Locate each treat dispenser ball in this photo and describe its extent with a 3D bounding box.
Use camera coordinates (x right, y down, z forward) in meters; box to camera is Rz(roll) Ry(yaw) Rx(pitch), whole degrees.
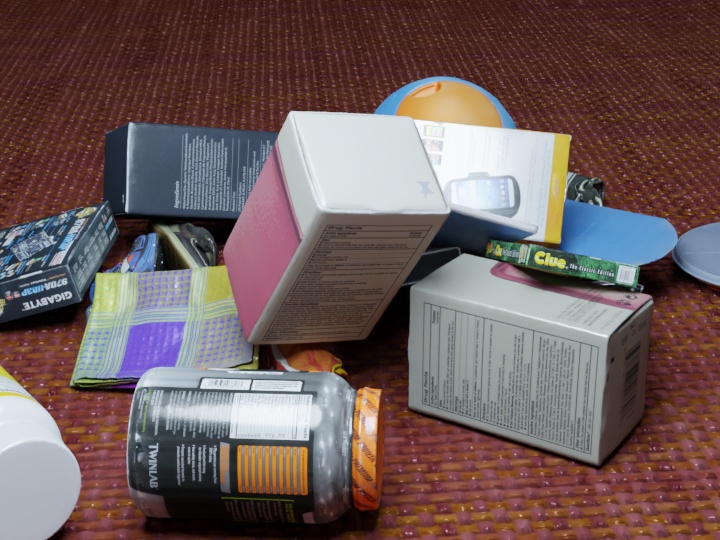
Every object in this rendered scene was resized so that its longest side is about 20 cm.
[{"bbox_3d":[0.097,-0.131,1.581,0.198,0.203,0.201,-1,23,0],"label":"treat dispenser ball"}]

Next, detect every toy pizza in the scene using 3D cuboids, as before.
[{"bbox_3d":[0.456,-0.008,1.501,0.197,0.032,0.201,-2,23,1],"label":"toy pizza"}]

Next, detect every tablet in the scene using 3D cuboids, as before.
[{"bbox_3d":[0.066,-0.052,1.331,0.198,0.014,0.130,14,-16,-20],"label":"tablet"}]

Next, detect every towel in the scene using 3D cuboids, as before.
[{"bbox_3d":[-0.184,0.052,1.296,0.197,0.023,0.145,-3,52,14],"label":"towel"}]

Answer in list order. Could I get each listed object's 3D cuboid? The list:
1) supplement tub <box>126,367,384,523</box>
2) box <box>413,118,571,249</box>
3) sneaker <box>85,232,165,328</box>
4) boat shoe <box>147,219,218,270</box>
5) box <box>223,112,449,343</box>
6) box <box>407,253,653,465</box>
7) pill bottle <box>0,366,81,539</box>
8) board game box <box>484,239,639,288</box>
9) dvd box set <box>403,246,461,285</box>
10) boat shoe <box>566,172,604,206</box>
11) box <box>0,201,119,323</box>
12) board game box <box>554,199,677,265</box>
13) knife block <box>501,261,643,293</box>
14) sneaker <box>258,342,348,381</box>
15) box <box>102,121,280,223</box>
[{"bbox_3d":[-0.081,0.142,1.064,0.197,0.124,0.123,2,23,5],"label":"supplement tub"},{"bbox_3d":[0.122,-0.094,1.412,0.197,0.121,0.041,7,-8,7],"label":"box"},{"bbox_3d":[-0.255,0.014,1.428,0.077,0.076,0.200,-4,22,1],"label":"sneaker"},{"bbox_3d":[-0.194,-0.021,1.502,0.064,0.074,0.200,-15,27,-18],"label":"boat shoe"},{"bbox_3d":[-0.028,-0.034,1.176,0.126,0.201,0.110,0,54,-28],"label":"box"},{"bbox_3d":[0.153,0.076,1.198,0.198,0.129,0.109,14,26,31],"label":"box"},{"bbox_3d":[-0.315,0.142,1.082,0.113,0.116,0.199,-17,28,-32],"label":"pill bottle"},{"bbox_3d":[0.188,-0.008,1.253,0.103,0.024,0.200,14,1,-6],"label":"board game box"},{"bbox_3d":[0.000,0.000,1.415,0.145,0.030,0.199,-12,6,-25],"label":"dvd box set"},{"bbox_3d":[0.270,-0.080,1.623,0.063,0.072,0.200,4,22,14],"label":"boat shoe"},{"bbox_3d":[-0.368,-0.006,1.462,0.157,0.046,0.200,-15,22,8],"label":"box"},{"bbox_3d":[0.252,-0.026,1.468,0.198,0.039,0.158,13,29,28],"label":"board game box"},{"bbox_3d":[0.189,0.048,1.339,0.198,0.065,0.175,-13,25,-27],"label":"knife block"},{"bbox_3d":[-0.056,0.096,1.258,0.076,0.074,0.200,8,27,-21],"label":"sneaker"},{"bbox_3d":[-0.200,-0.113,1.580,0.198,0.109,0.148,1,0,-23],"label":"box"}]
